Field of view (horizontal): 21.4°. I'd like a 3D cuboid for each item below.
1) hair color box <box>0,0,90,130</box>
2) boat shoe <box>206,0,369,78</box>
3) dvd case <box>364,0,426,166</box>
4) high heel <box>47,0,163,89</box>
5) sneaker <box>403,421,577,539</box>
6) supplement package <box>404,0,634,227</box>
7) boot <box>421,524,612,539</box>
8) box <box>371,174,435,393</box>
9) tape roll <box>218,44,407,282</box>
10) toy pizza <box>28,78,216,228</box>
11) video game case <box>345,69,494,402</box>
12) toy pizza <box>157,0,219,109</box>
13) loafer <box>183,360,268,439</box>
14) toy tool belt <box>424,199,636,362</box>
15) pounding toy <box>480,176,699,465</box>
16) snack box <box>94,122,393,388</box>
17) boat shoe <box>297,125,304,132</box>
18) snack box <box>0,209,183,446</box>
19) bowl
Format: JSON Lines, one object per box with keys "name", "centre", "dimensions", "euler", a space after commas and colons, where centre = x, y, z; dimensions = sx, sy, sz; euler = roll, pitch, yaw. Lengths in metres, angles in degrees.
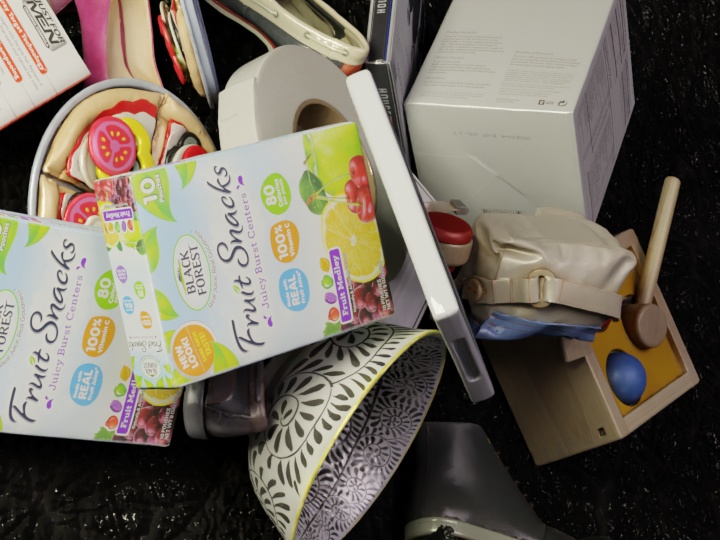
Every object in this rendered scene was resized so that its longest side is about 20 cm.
{"name": "hair color box", "centre": [-0.288, -0.132, 1.323], "dimensions": [0.200, 0.061, 0.102], "euler": [-40, 102, -48]}
{"name": "boat shoe", "centre": [-0.072, -0.225, 1.564], "dimensions": [0.200, 0.063, 0.071], "euler": [48, 45, 12]}
{"name": "dvd case", "centre": [0.032, -0.203, 1.663], "dimensions": [0.151, 0.024, 0.201], "euler": [77, 16, -52]}
{"name": "high heel", "centre": [-0.166, -0.163, 1.443], "dimensions": [0.067, 0.096, 0.202], "euler": [-23, 89, -50]}
{"name": "sneaker", "centre": [0.121, 0.194, 1.603], "dimensions": [0.199, 0.074, 0.107], "euler": [23, 58, -38]}
{"name": "supplement package", "centre": [0.148, -0.149, 1.698], "dimensions": [0.201, 0.150, 0.152], "euler": [-66, 153, -42]}
{"name": "boot", "centre": [0.106, 0.259, 1.506], "dimensions": [0.162, 0.073, 0.199], "euler": [42, 77, -26]}
{"name": "box", "centre": [0.000, 0.000, 1.575], "dimensions": [0.117, 0.060, 0.201], "euler": [49, 43, -20]}
{"name": "tape roll", "centre": [-0.033, -0.076, 1.468], "dimensions": [0.202, 0.037, 0.204], "euler": [38, 41, -42]}
{"name": "toy pizza", "centre": [-0.159, -0.040, 1.396], "dimensions": [0.199, 0.032, 0.202], "euler": [4, 85, -50]}
{"name": "video game case", "centre": [0.045, -0.022, 1.398], "dimensions": [0.183, 0.022, 0.201], "euler": [63, 8, -65]}
{"name": "toy pizza", "centre": [-0.146, -0.221, 1.471], "dimensions": [0.200, 0.031, 0.202], "euler": [165, -90, -89]}
{"name": "loafer", "centre": [-0.080, 0.039, 1.408], "dimensions": [0.072, 0.062, 0.201], "euler": [80, 18, -52]}
{"name": "toy tool belt", "centre": [0.123, 0.020, 1.573], "dimensions": [0.198, 0.124, 0.125], "euler": [3, 25, -28]}
{"name": "pounding toy", "centre": [0.225, 0.043, 1.737], "dimensions": [0.199, 0.142, 0.185], "euler": [-25, 91, -50]}
{"name": "snack box", "centre": [-0.076, -0.013, 1.311], "dimensions": [0.199, 0.053, 0.144], "euler": [-16, 97, -39]}
{"name": "boat shoe", "centre": [-0.050, -0.085, 1.559], "dimensions": [0.072, 0.064, 0.200], "euler": [60, 37, -22]}
{"name": "snack box", "centre": [-0.202, 0.040, 1.296], "dimensions": [0.199, 0.053, 0.144], "euler": [11, 94, -44]}
{"name": "bowl", "centre": [-0.028, 0.110, 1.435], "dimensions": [0.094, 0.202, 0.201], "euler": [30, 38, 18]}
